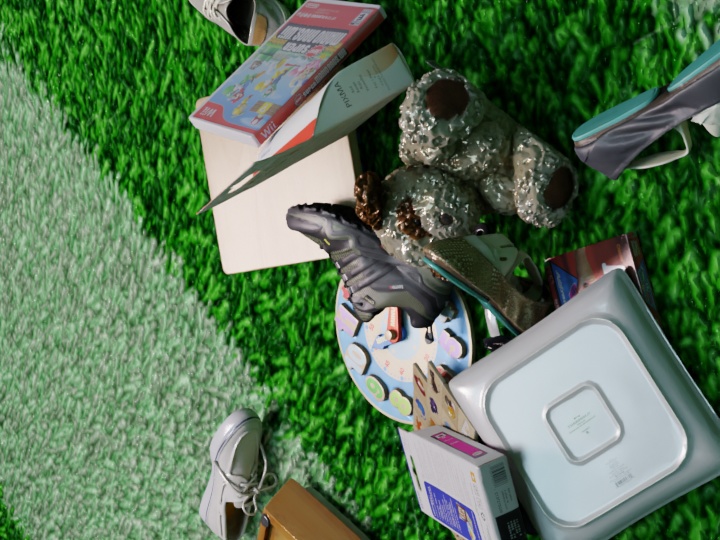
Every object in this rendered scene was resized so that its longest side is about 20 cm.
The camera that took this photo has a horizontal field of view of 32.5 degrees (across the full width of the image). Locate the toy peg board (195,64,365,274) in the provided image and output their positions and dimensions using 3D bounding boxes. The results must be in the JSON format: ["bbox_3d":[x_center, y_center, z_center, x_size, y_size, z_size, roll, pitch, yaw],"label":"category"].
[{"bbox_3d":[-0.067,-0.112,1.393,0.197,0.097,0.203,-9,92,32],"label":"toy peg board"}]

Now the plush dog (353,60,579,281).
[{"bbox_3d":[0.079,-0.084,1.167,0.173,0.199,0.161,-54,24,7],"label":"plush dog"}]

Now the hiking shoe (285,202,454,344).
[{"bbox_3d":[0.000,0.000,1.266,0.198,0.076,0.102,26,105,19],"label":"hiking shoe"}]

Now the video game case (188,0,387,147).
[{"bbox_3d":[-0.078,-0.213,1.300,0.142,0.200,0.018,22,155,52],"label":"video game case"}]

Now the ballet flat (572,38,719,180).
[{"bbox_3d":[0.268,-0.134,1.029,0.199,0.073,0.074,-32,74,40],"label":"ballet flat"}]

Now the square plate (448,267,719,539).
[{"bbox_3d":[0.203,0.134,1.103,0.199,0.028,0.200,-36,78,20],"label":"square plate"}]

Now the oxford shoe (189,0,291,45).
[{"bbox_3d":[-0.157,-0.318,1.460,0.199,0.057,0.076,38,126,39],"label":"oxford shoe"}]

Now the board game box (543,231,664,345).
[{"bbox_3d":[0.235,0.075,1.134,0.102,0.019,0.203,-20,83,47],"label":"board game box"}]

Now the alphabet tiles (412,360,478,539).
[{"bbox_3d":[0.092,0.195,1.255,0.167,0.006,0.202,-124,23,-44],"label":"alphabet tiles"}]

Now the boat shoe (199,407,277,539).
[{"bbox_3d":[-0.150,0.271,1.557,0.086,0.074,0.204,43,129,34],"label":"boat shoe"}]

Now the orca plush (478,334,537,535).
[{"bbox_3d":[0.149,0.168,1.187,0.104,0.071,0.203,8,109,23],"label":"orca plush"}]

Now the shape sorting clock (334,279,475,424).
[{"bbox_3d":[0.043,0.067,1.329,0.198,0.039,0.203,13,107,46],"label":"shape sorting clock"}]

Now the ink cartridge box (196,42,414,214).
[{"bbox_3d":[-0.063,-0.134,1.184,0.051,0.199,0.162,61,150,0],"label":"ink cartridge box"}]

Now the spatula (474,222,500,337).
[{"bbox_3d":[0.135,0.053,1.237,0.056,0.020,0.203,-8,91,42],"label":"spatula"}]

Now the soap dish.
[{"bbox_3d":[-0.066,0.377,1.480,0.157,0.081,0.203,34,123,38],"label":"soap dish"}]

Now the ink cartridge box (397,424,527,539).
[{"bbox_3d":[0.095,0.207,1.186,0.200,0.037,0.096,8,115,69],"label":"ink cartridge box"}]

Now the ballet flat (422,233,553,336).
[{"bbox_3d":[0.122,0.001,1.129,0.065,0.200,0.070,-50,56,4],"label":"ballet flat"}]
